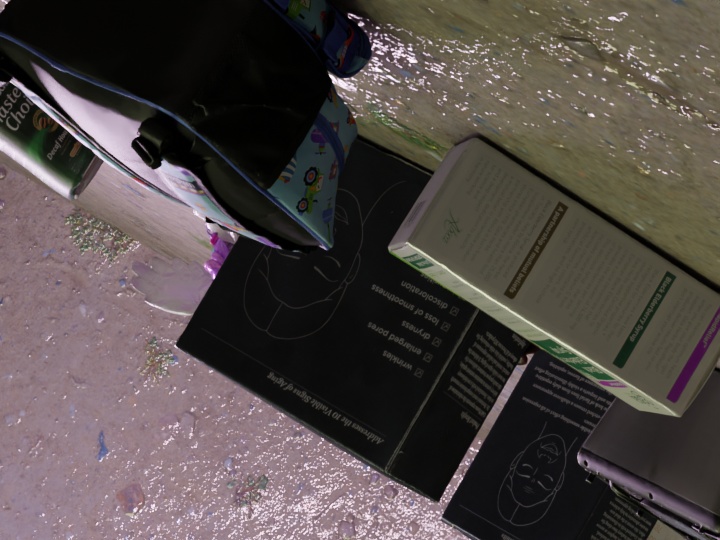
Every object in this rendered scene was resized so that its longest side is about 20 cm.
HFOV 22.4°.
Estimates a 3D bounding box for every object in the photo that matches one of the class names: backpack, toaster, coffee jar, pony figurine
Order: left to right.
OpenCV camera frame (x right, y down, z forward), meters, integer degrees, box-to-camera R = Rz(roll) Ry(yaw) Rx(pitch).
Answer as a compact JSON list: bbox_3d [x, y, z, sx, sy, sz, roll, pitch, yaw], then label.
[{"bbox_3d":[-0.384,-0.173,2.068,0.199,0.105,0.085,31,169,-2],"label":"coffee jar"},{"bbox_3d":[-0.079,-0.100,0.995,0.182,0.135,0.200,26,172,38],"label":"backpack"},{"bbox_3d":[-0.140,-0.013,2.065,0.193,0.167,0.200,28,-165,30],"label":"pony figurine"},{"bbox_3d":[0.295,0.165,1.385,0.181,0.119,0.200,34,174,-36],"label":"toaster"}]

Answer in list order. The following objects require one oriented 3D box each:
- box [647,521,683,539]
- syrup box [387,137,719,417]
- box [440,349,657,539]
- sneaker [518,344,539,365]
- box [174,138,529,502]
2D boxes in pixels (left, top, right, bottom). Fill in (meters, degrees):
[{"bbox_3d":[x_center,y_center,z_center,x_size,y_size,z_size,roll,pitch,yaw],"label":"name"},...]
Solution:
[{"bbox_3d":[0.251,0.236,1.792,0.097,0.201,0.124,25,171,44],"label":"box"},{"bbox_3d":[0.124,0.006,1.115,0.199,0.082,0.079,33,175,-6],"label":"syrup box"},{"bbox_3d":[0.198,0.191,1.690,0.148,0.201,0.107,26,172,44],"label":"box"},{"bbox_3d":[0.093,0.032,1.592,0.115,0.076,0.200,19,178,42],"label":"sneaker"},{"bbox_3d":[0.009,0.028,1.315,0.199,0.197,0.124,29,174,27],"label":"box"}]
